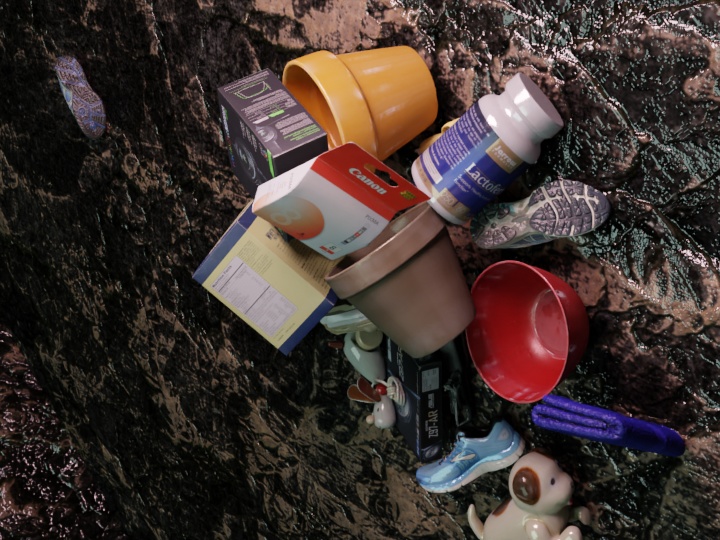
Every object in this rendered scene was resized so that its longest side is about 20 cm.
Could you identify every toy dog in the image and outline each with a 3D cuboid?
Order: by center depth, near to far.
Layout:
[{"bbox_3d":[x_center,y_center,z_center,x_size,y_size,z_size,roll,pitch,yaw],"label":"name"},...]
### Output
[{"bbox_3d":[0.280,0.385,1.444,0.192,0.139,0.203,29,123,30],"label":"toy dog"},{"bbox_3d":[0.001,0.186,1.619,0.133,0.095,0.202,104,151,-57],"label":"toy dog"}]

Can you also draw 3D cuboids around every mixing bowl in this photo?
[{"bbox_3d":[0.258,0.083,1.296,0.199,0.107,0.204,12,104,53],"label":"mixing bowl"}]

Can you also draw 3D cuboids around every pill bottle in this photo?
[{"bbox_3d":[0.174,-0.167,1.225,0.200,0.115,0.116,-42,77,26],"label":"pill bottle"}]

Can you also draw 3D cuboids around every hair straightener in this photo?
[{"bbox_3d":[0.154,0.189,1.510,0.040,0.077,0.203,5,114,35],"label":"hair straightener"}]

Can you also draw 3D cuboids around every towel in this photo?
[{"bbox_3d":[0.345,0.214,1.236,0.146,0.199,0.050,3,78,43],"label":"towel"}]

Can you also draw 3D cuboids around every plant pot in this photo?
[{"bbox_3d":[0.073,0.023,1.297,0.199,0.200,0.175,-25,102,51],"label":"plant pot"},{"bbox_3d":[0.008,-0.244,1.330,0.201,0.181,0.202,52,157,32],"label":"plant pot"}]

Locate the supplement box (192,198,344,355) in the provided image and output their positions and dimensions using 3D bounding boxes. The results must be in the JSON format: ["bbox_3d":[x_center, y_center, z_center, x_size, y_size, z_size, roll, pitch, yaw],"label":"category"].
[{"bbox_3d":[-0.134,-0.012,1.466,0.199,0.201,0.134,40,118,-9],"label":"supplement box"}]

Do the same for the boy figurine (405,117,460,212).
[{"bbox_3d":[0.128,-0.153,1.363,0.125,0.064,0.201,60,144,20],"label":"boy figurine"}]

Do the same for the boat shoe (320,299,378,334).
[{"bbox_3d":[0.021,0.066,1.566,0.197,0.075,0.069,-7,125,21],"label":"boat shoe"}]

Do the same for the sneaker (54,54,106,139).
[{"bbox_3d":[-0.656,-0.407,2.107,0.203,0.075,0.077,70,163,-8],"label":"sneaker"}]

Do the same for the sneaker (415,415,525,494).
[{"bbox_3d":[0.175,0.302,1.505,0.198,0.078,0.091,-30,98,18],"label":"sneaker"}]

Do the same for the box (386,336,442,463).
[{"bbox_3d":[0.094,0.208,1.566,0.160,0.043,0.203,-127,30,-57],"label":"box"}]

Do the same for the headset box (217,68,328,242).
[{"bbox_3d":[-0.122,-0.169,1.345,0.200,0.092,0.176,50,157,35],"label":"headset box"}]

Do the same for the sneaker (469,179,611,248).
[{"bbox_3d":[0.258,-0.076,1.263,0.197,0.086,0.079,-8,81,29],"label":"sneaker"}]

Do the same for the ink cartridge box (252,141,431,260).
[{"bbox_3d":[-0.027,-0.088,1.223,0.161,0.051,0.198,31,149,-35],"label":"ink cartridge box"}]
